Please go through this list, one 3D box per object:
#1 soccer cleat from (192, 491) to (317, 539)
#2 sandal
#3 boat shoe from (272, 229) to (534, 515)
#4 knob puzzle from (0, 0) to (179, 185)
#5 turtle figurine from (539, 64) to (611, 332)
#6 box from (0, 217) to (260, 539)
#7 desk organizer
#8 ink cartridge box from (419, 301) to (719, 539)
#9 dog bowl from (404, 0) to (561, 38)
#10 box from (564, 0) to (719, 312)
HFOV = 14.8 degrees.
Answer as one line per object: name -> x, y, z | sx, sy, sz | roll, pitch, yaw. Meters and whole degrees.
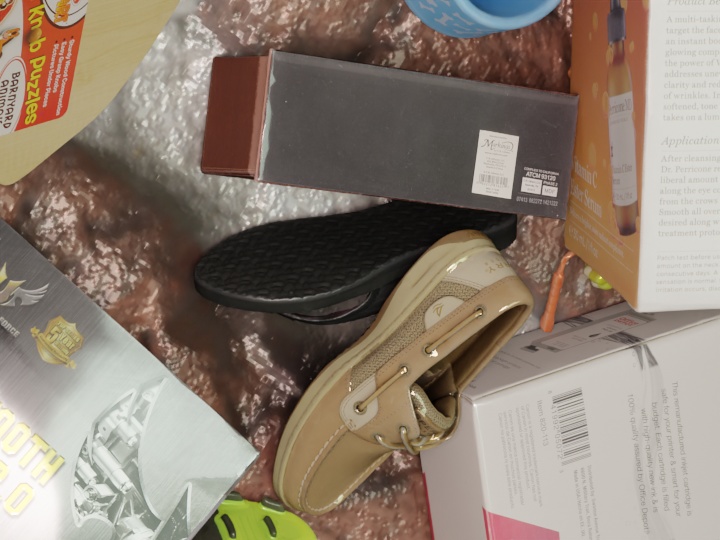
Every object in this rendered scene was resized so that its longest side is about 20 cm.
soccer cleat -> -0.118, 0.181, 1.562 | 0.199, 0.065, 0.084 | -14, 136, -29
sandal -> 0.001, 0.000, 1.571 | 0.200, 0.075, 0.048 | -13, 125, -25
boat shoe -> 0.022, 0.071, 1.561 | 0.071, 0.065, 0.200 | 4, 128, -51
knob puzzle -> -0.175, -0.131, 1.434 | 0.219, 0.030, 0.220 | -33, 145, -26
turtle figurine -> 0.181, -0.054, 1.655 | 0.160, 0.064, 0.201 | 9, 101, -13
box -> -0.178, 0.090, 1.465 | 0.200, 0.048, 0.158 | 43, 80, -7
desk organizer -> 0.016, -0.075, 1.550 | 0.199, 0.077, 0.072 | 6, 90, -29
ink cartridge box -> 0.142, 0.108, 1.662 | 0.199, 0.083, 0.147 | -16, 109, -24
dog bowl -> 0.052, -0.217, 1.558 | 0.111, 0.050, 0.200 | -44, 118, -13
box -> 0.184, -0.093, 1.533 | 0.106, 0.152, 0.201 | -2, 103, -10
